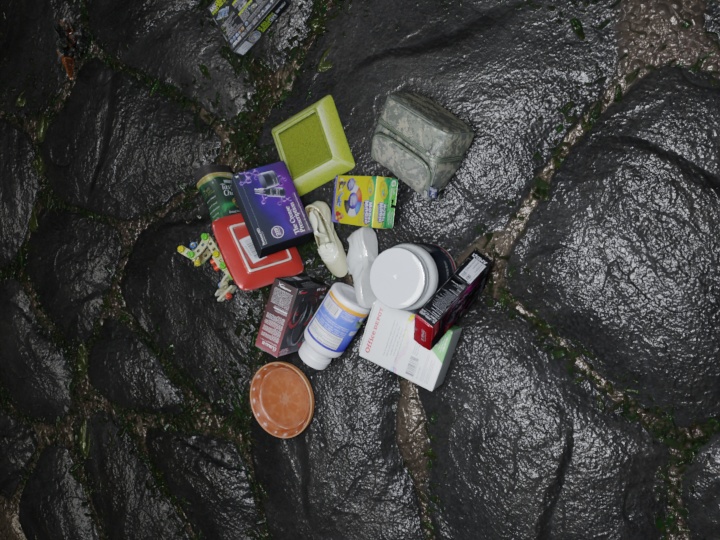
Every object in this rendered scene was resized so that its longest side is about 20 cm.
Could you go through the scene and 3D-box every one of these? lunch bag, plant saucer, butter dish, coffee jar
[{"bbox_3d":[0.128,-0.271,1.240,0.200,0.139,0.169,39,128,22],"label":"lunch bag"},{"bbox_3d":[-0.206,0.341,1.504,0.199,0.032,0.202,2,94,28],"label":"plant saucer"},{"bbox_3d":[-0.281,-0.039,1.462,0.148,0.198,0.201,-37,76,51],"label":"butter dish"},{"bbox_3d":[-0.134,-0.313,1.425,0.199,0.048,0.201,-23,82,27],"label":"plant saucer"},{"bbox_3d":[-0.368,-0.188,1.521,0.085,0.104,0.201,-31,79,37],"label":"coffee jar"}]

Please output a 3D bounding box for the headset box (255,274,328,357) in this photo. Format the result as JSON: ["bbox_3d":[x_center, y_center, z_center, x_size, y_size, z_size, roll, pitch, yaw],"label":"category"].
[{"bbox_3d":[-0.172,0.119,1.409,0.075,0.148,0.202,24,102,24],"label":"headset box"}]

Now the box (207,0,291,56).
[{"bbox_3d":[-0.296,-0.700,1.494,0.200,0.044,0.161,-38,75,24],"label":"box"}]

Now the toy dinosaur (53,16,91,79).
[{"bbox_3d":[-0.927,-0.715,1.809,0.135,0.102,0.201,-17,99,50],"label":"toy dinosaur"}]

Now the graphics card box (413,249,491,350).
[{"bbox_3d":[0.191,0.063,1.180,0.051,0.126,0.200,36,69,22],"label":"graphics card box"}]

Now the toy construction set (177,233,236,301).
[{"bbox_3d":[-0.400,-0.018,1.553,0.131,0.092,0.201,-36,83,-1],"label":"toy construction set"}]

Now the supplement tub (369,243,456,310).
[{"bbox_3d":[0.117,0.012,1.225,0.139,0.200,0.142,2,94,27],"label":"supplement tub"}]

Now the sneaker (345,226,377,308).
[{"bbox_3d":[0.000,0.000,1.355,0.088,0.075,0.202,-21,62,43],"label":"sneaker"}]

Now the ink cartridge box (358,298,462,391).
[{"bbox_3d":[0.112,0.163,1.299,0.199,0.087,0.147,22,101,23],"label":"ink cartridge box"}]

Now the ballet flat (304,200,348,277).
[{"bbox_3d":[-0.089,-0.077,1.404,0.069,0.069,0.202,-24,82,26],"label":"ballet flat"}]

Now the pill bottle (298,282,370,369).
[{"bbox_3d":[-0.068,0.140,1.377,0.112,0.112,0.201,39,110,20],"label":"pill bottle"}]

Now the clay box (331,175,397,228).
[{"bbox_3d":[0.007,-0.161,1.314,0.199,0.047,0.116,14,100,55],"label":"clay box"}]

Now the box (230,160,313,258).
[{"bbox_3d":[-0.219,-0.151,1.393,0.140,0.079,0.201,-21,79,-18],"label":"box"}]
